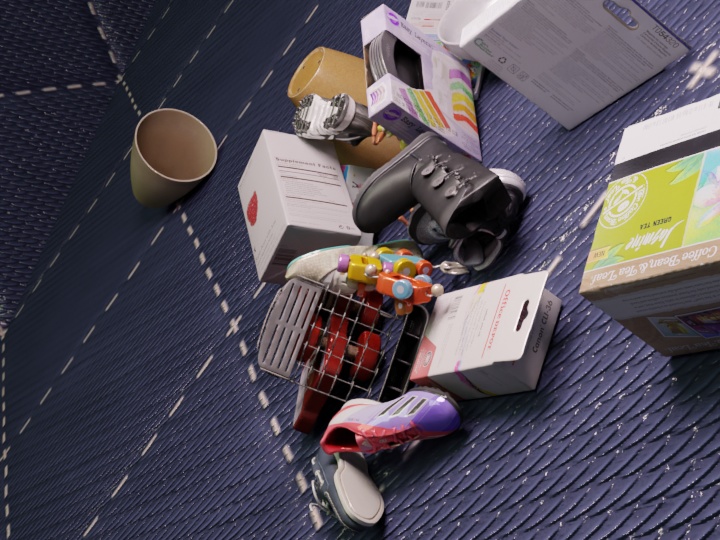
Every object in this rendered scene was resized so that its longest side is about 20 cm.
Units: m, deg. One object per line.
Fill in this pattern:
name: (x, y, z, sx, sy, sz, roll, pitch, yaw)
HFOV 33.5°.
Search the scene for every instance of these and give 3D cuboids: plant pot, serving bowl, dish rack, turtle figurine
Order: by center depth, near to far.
dish rack: (-0.027, 0.091, 1.527, 0.055, 0.199, 0.154, 113, 178, -66)
turtle figurine: (0.072, -0.163, 1.702, 0.064, 0.201, 0.162, -16, 21, 15)
serving bowl: (0.212, -0.368, 1.736, 0.199, 0.066, 0.201, -26, 32, 18)
plant pot: (-0.011, -0.254, 1.879, 0.186, 0.199, 0.187, -43, 29, 30)
plant pot: (-0.441, -0.230, 2.686, 0.200, 0.186, 0.188, -47, 23, 52)

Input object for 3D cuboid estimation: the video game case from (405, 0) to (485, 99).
video game case: (0.129, -0.345, 1.843, 0.142, 0.018, 0.201, 6, 56, 16)

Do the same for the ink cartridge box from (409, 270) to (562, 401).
ink cartridge box: (0.152, 0.077, 1.353, 0.200, 0.067, 0.117, -18, 46, 56)

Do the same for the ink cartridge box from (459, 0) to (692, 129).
ink cartridge box: (0.254, -0.276, 1.424, 0.200, 0.196, 0.044, -33, 35, 40)

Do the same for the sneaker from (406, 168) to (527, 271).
sneaker: (0.123, -0.051, 1.542, 0.199, 0.075, 0.114, -25, 37, 45)

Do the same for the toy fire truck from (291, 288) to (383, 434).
toy fire truck: (-0.050, 0.105, 1.659, 0.201, 0.111, 0.168, -85, 18, -46)

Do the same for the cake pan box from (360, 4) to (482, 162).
cake pan box: (0.082, -0.252, 1.667, 0.052, 0.199, 0.185, -32, 46, 33)

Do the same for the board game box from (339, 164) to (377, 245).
board game box: (-0.044, -0.086, 1.853, 0.200, 0.064, 0.149, 7, 89, 63)

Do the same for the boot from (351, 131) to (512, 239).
boot: (0.084, -0.081, 1.504, 0.165, 0.066, 0.200, -49, 35, 4)

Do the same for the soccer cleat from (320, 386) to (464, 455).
soccer cleat: (0.036, 0.185, 1.403, 0.199, 0.069, 0.073, -12, 22, 45)

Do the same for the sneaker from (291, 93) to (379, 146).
sneaker: (-0.032, -0.214, 1.739, 0.200, 0.090, 0.067, 12, 83, 64)

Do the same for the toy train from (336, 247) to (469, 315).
toy train: (0.052, 0.018, 1.482, 0.200, 0.149, 0.056, -15, -62, -65)

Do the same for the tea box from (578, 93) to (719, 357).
tea box: (0.332, -0.045, 1.089, 0.199, 0.133, 0.198, -19, 45, 53)

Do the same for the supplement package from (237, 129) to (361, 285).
supplement package: (-0.093, -0.089, 1.747, 0.122, 0.119, 0.201, -60, 34, 39)

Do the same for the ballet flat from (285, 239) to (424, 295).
ballet flat: (0.000, 0.000, 1.596, 0.068, 0.198, 0.063, 105, 146, -49)

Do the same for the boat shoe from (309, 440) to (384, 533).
boat shoe: (-0.025, 0.264, 1.449, 0.062, 0.075, 0.200, -50, 24, 10)
